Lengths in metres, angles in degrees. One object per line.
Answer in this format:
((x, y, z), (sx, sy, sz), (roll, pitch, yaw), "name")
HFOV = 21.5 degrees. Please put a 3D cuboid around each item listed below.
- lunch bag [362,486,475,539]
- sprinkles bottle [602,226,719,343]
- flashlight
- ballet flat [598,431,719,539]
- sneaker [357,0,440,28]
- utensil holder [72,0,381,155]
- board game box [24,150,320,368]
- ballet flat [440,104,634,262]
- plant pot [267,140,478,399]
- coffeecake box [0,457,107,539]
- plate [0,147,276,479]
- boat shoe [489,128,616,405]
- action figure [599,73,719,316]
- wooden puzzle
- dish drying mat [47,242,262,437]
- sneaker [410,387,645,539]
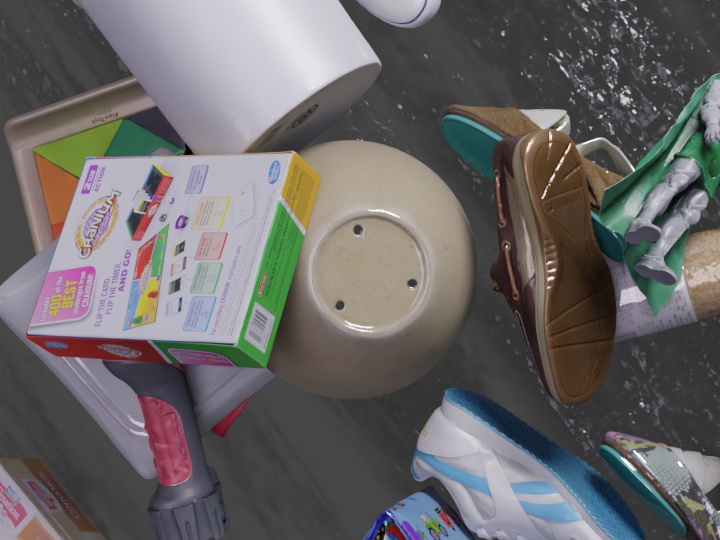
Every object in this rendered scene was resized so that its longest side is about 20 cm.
((0.083, 0.266, 1.420), (0.200, 0.150, 0.094), (40, 100, 11), "lunch bag")
((0.221, 0.013, 1.423), (0.199, 0.068, 0.069), (-16, 87, 14), "sprinkles bottle")
((-0.157, 0.119, 1.466), (0.067, 0.068, 0.201), (-9, 101, 11), "flashlight")
((0.263, 0.187, 1.422), (0.071, 0.069, 0.200), (-38, 85, -6), "ballet flat")
((-0.019, -0.266, 1.475), (0.200, 0.071, 0.073), (50, 119, 13), "sneaker")
((-0.102, -0.189, 1.458), (0.170, 0.170, 0.200), (-39, 84, 12), "utensil holder")
((-0.138, -0.010, 1.381), (0.199, 0.040, 0.154), (2, 65, 34), "board game box")
((0.152, -0.081, 1.436), (0.072, 0.068, 0.200), (-41, 55, -20), "ballet flat")
((0.000, 0.000, 1.415), (0.199, 0.134, 0.202), (0, 90, -7), "plant pot")
((-0.296, 0.277, 1.548), (0.200, 0.073, 0.154), (-48, 69, 11), "coffeecake box")
((-0.164, 0.039, 1.500), (0.200, 0.032, 0.200), (-39, 95, 13), "plate")
((0.132, -0.002, 1.387), (0.072, 0.072, 0.201), (-1, 104, 55), "boat shoe")
((0.246, -0.077, 1.377), (0.054, 0.200, 0.119), (8, 137, 35), "action figure")
((-0.189, -0.052, 1.546), (0.184, 0.037, 0.201), (-17, 87, 14), "wooden puzzle")
((-0.171, 0.048, 1.529), (0.200, 0.018, 0.077), (36, 105, -2), "dish drying mat")
((0.130, 0.176, 1.452), (0.200, 0.076, 0.081), (36, 107, 18), "sneaker")
